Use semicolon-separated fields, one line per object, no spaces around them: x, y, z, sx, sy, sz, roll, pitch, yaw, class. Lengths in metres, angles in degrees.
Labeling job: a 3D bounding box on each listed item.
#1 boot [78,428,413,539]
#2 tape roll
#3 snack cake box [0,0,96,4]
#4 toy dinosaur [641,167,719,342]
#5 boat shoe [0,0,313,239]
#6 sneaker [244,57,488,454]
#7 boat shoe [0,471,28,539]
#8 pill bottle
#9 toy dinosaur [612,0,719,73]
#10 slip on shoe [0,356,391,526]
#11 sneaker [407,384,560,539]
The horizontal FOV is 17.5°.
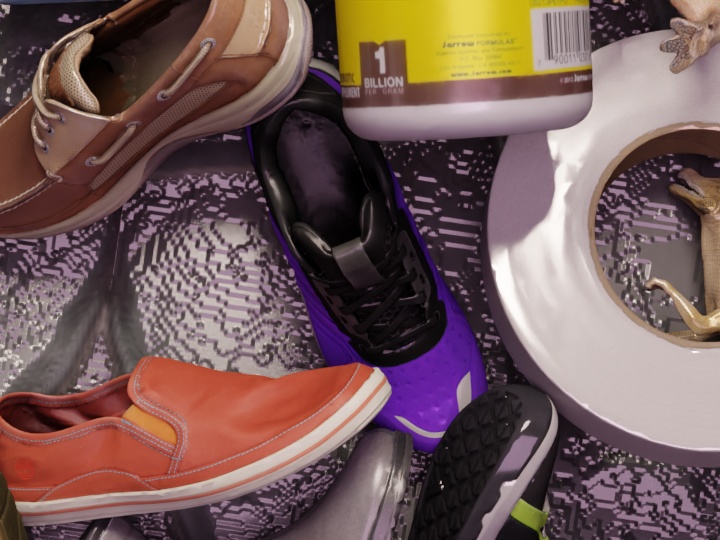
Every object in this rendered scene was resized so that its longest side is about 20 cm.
-0.068;0.141;1.085;0.131;0.070;0.201;28;99;-2;boot
0.155;-0.011;1.066;0.202;0.037;0.204;1;74;-3;tape roll
-0.067;-0.182;1.073;0.199;0.067;0.116;-1;96;-1;snack cake box
0.195;0.048;1.097;0.101;0.058;0.200;-37;94;0;toy dinosaur
-0.116;-0.080;1.046;0.200;0.072;0.076;-31;57;25;boat shoe
-0.001;0.000;1.067;0.069;0.100;0.201;-27;97;1;sneaker
-0.174;0.153;1.045;0.066;0.072;0.202;-20;99;-1;boat shoe
0.040;-0.158;0.990;0.109;0.109;0.201;-4;95;-1;pill bottle
0.149;-0.163;1.056;0.200;0.136;0.086;40;114;-14;toy dinosaur
-0.083;0.069;1.068;0.199;0.074;0.061;-11;107;19;slip on shoe
0.066;0.141;1.088;0.082;0.072;0.201;12;118;-16;sneaker
